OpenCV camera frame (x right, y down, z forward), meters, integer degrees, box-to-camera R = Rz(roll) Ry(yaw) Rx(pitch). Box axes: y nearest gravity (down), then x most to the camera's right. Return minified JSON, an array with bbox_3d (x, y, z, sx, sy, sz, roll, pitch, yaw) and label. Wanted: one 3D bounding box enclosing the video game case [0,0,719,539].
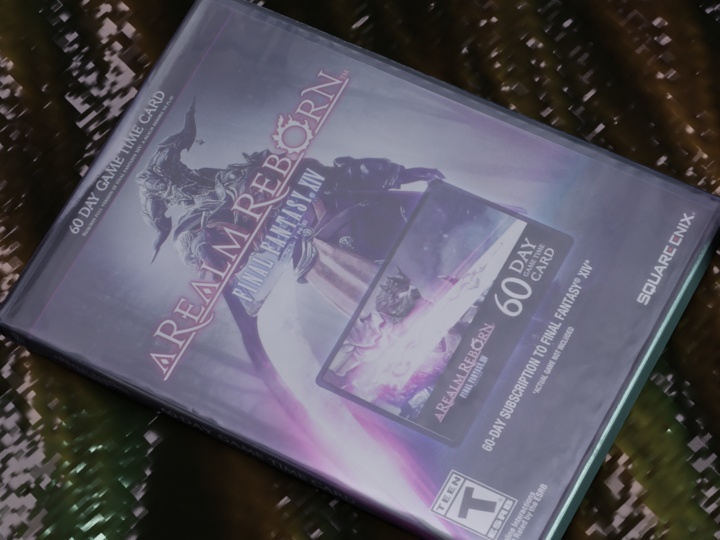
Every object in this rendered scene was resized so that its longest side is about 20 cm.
[{"bbox_3d":[0.000,0.000,0.872,0.200,0.019,0.143,24,70,18],"label":"video game case"}]
